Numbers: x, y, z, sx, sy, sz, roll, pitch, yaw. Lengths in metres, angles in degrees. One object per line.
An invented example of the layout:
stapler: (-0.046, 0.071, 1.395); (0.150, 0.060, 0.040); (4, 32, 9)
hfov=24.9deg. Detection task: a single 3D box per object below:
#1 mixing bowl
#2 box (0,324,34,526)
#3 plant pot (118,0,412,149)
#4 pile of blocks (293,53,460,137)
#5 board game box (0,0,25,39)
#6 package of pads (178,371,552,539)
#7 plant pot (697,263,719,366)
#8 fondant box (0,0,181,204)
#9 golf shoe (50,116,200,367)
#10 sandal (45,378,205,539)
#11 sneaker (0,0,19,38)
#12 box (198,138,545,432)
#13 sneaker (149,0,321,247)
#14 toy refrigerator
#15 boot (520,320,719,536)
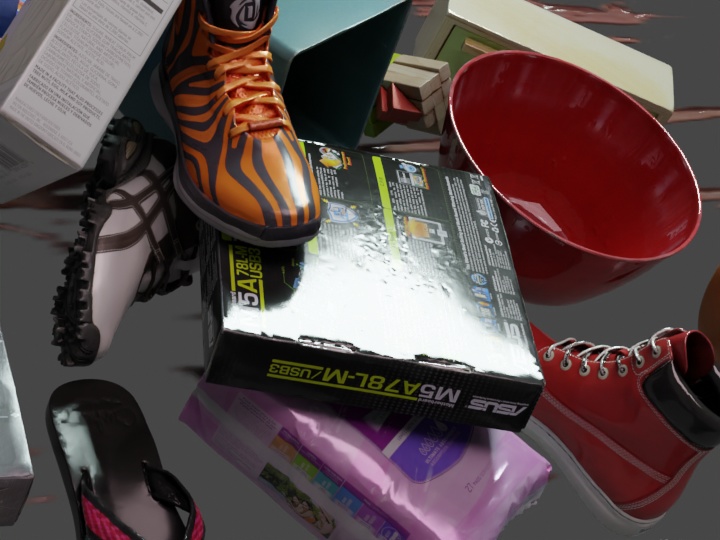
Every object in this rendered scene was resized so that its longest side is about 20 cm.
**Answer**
mixing bowl: (0.131, -0.049, 1.165); (0.199, 0.109, 0.201); (16, 43, -16)
box: (-0.283, 0.060, 0.851); (0.199, 0.048, 0.159); (1, 50, -30)
plant pot: (-0.097, -0.165, 1.123); (0.200, 0.142, 0.141); (38, 41, 17)
pile of blocks: (-0.019, -0.149, 1.208); (0.200, 0.082, 0.062); (37, 55, 22)
board game box: (-0.283, -0.138, 1.049); (0.152, 0.045, 0.200); (36, 40, 6)
package of pads: (0.005, 0.102, 0.964); (0.200, 0.076, 0.120); (39, 39, 8)
plant pot: (0.335, 0.043, 1.150); (0.199, 0.201, 0.140); (-7, 37, -36)
fondant box: (-0.160, -0.143, 0.947); (0.058, 0.144, 0.201); (36, 68, -22)
golf shoe: (-0.130, -0.015, 0.997); (0.094, 0.078, 0.201); (21, 43, -12)
sandal: (-0.120, 0.133, 0.880); (0.075, 0.045, 0.201); (-4, 52, -34)
sneaker: (-0.266, -0.221, 1.061); (0.077, 0.070, 0.201); (5, 39, -25)
box: (0.000, 0.000, 0.972); (0.192, 0.048, 0.201); (8, 38, -15)
sneaker: (-0.073, -0.108, 0.941); (0.077, 0.113, 0.200); (-8, 43, -27)
toy refrigerator: (0.145, -0.155, 1.303); (0.199, 0.076, 0.070); (23, 41, -11)
boot: (0.149, 0.054, 1.047); (0.200, 0.145, 0.072); (46, 44, 18)
